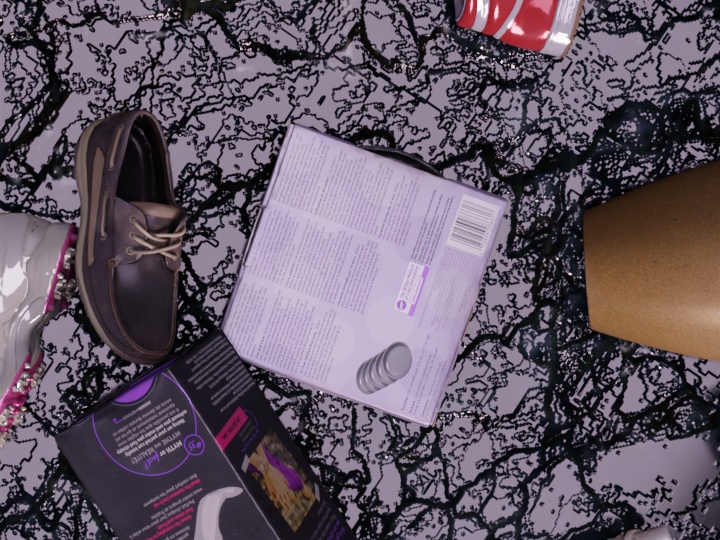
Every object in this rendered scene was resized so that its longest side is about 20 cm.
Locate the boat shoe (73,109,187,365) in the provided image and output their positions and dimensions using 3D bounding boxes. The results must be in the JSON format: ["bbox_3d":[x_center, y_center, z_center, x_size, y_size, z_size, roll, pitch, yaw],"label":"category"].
[{"bbox_3d":[-0.171,-0.030,1.545,0.074,0.073,0.201,-1,71,-36],"label":"boat shoe"}]

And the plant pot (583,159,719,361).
[{"bbox_3d":[0.273,-0.007,1.575,0.199,0.186,0.187,-3,90,8],"label":"plant pot"}]

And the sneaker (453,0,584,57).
[{"bbox_3d":[0.128,-0.276,1.604,0.112,0.071,0.201,11,91,-8],"label":"sneaker"}]

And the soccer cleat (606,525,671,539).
[{"bbox_3d":[0.197,0.234,1.608,0.199,0.070,0.087,9,106,-13],"label":"soccer cleat"}]

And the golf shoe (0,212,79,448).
[{"bbox_3d":[-0.282,0.049,1.572,0.091,0.075,0.201,19,80,3],"label":"golf shoe"}]

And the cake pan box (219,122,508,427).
[{"bbox_3d":[0.000,0.000,1.603,0.184,0.052,0.201,18,89,-7],"label":"cake pan box"}]

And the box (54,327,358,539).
[{"bbox_3d":[-0.114,0.166,1.545,0.122,0.106,0.200,-31,93,24],"label":"box"}]
